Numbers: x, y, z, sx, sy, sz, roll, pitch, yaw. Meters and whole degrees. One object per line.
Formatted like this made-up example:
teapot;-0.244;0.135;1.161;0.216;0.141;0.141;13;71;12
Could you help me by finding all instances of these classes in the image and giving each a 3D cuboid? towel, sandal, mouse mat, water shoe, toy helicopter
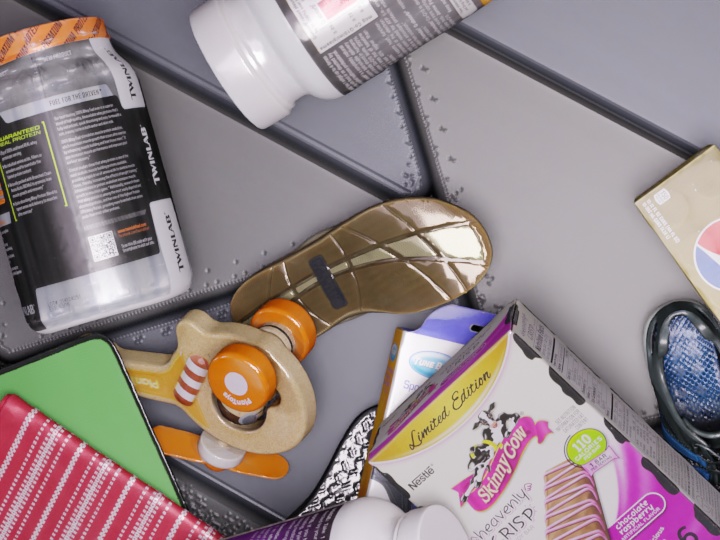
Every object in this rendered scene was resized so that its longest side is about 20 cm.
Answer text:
towel;-0.202;0.194;1.208;0.199;0.022;0.145;32;111;7
sandal;-0.021;0.187;1.204;0.075;0.048;0.201;38;85;-1
mouse mat;-0.229;0.145;1.219;0.199;0.008;0.162;-20;96;23
water shoe;0.237;0.120;1.139;0.071;0.079;0.201;-22;91;10
toy helicopter;-0.122;0.087;1.197;0.199;0.079;0.133;8;122;24
sandal;0.000;0.000;1.183;0.199;0.054;0.081;-22;97;24

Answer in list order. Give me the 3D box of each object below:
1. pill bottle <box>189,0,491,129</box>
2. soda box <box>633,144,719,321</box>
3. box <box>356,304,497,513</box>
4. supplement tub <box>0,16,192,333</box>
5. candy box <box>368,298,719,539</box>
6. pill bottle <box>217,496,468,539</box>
pill bottle;-0.008;-0.188;1.135;0.199;0.116;0.117;-31;89;9
soda box;0.269;0.014;1.134;0.068;0.064;0.200;-36;89;9
box;0.066;0.127;1.167;0.118;0.041;0.201;13;89;-8
supplement tub;-0.198;-0.066;1.169;0.122;0.123;0.201;-15;93;9
candy box;0.123;0.137;1.103;0.200;0.061;0.136;43;110;-7
pill bottle;-0.028;0.214;1.089;0.199;0.112;0.113;-20;91;27
